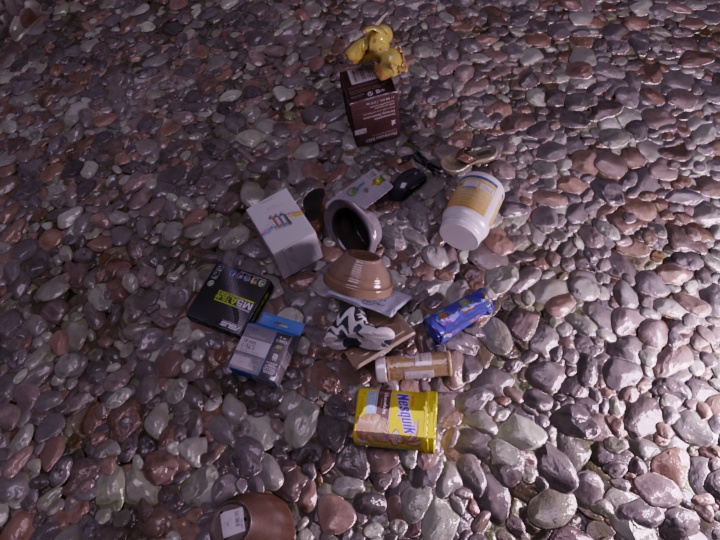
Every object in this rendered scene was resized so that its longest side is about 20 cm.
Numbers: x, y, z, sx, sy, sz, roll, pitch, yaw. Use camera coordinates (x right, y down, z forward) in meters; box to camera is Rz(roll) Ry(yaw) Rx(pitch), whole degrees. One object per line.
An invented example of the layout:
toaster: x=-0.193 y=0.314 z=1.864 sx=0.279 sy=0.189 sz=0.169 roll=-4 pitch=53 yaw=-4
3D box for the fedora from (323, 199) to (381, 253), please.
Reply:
fedora: x=-0.008 y=-0.131 z=1.658 sx=0.200 sy=0.177 sz=0.090 roll=48 pitch=46 yaw=13

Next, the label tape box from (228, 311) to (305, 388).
label tape box: x=-0.258 y=0.206 z=1.537 sx=0.143 sy=0.063 sz=0.201 roll=14 pitch=63 yaw=15

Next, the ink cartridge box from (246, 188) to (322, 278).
ink cartridge box: x=-0.227 y=-0.111 z=1.673 sx=0.144 sy=0.146 sz=0.201 roll=-29 pitch=60 yaw=-9

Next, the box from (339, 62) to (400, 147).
box: x=0.034 y=-0.562 z=1.871 sx=0.164 sy=0.201 sz=0.166 roll=-16 pitch=58 yaw=-1

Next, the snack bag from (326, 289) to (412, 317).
snack bag: x=0.031 y=0.072 z=1.528 sx=0.198 sy=0.022 sz=0.188 roll=18 pitch=19 yaw=19

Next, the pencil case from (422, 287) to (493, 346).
pencil case: x=0.268 y=0.125 z=1.497 sx=0.199 sy=0.079 sz=0.087 roll=-29 pitch=30 yaw=-9

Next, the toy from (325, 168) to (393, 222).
toy: x=0.001 y=-0.229 z=1.763 sx=0.199 sy=0.047 sz=0.115 roll=-39 pitch=55 yaw=-2

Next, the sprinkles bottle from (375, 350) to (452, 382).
sprinkles bottle: x=0.139 y=0.252 z=1.448 sx=0.198 sy=0.068 sz=0.069 roll=-6 pitch=59 yaw=5

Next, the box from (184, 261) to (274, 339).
box: x=-0.385 y=0.088 z=1.636 sx=0.198 sy=0.048 sz=0.194 roll=18 pitch=61 yaw=19

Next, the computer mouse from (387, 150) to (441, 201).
computer mouse: x=0.152 y=-0.320 z=1.799 sx=0.199 sy=0.046 sz=0.141 roll=-35 pitch=62 yaw=-12

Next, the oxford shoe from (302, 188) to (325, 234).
oxford shoe: x=-0.143 y=-0.190 z=1.759 sx=0.070 sy=0.072 sz=0.201 roll=-8 pitch=42 yaw=10

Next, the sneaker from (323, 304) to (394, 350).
sneaker: x=0.007 y=0.138 z=1.450 sx=0.198 sy=0.080 sz=0.130 roll=-13 pitch=42 yaw=34

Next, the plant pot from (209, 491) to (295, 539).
plant pot: x=-0.258 y=0.578 z=1.235 sx=0.185 sy=0.201 sz=0.189 roll=-4 pitch=58 yaw=6

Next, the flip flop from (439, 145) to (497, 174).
flip flop: x=0.351 y=-0.372 z=1.794 sx=0.198 sy=0.058 sz=0.082 roll=-15 pitch=58 yaw=-1

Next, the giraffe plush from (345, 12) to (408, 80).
giraffe plush: x=0.074 y=-0.679 z=1.743 sx=0.172 sy=0.200 sz=0.163 roll=-38 pitch=94 yaw=-28

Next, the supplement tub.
supplement tub: x=0.326 y=-0.175 z=1.629 sx=0.143 sy=0.145 sz=0.201 roll=21 pitch=64 yaw=19

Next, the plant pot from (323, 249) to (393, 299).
plant pot: x=0.000 y=0.000 z=1.540 sx=0.198 sy=0.094 sz=0.201 roll=11 pitch=17 yaw=-3

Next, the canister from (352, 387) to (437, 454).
canister: x=0.088 y=0.370 z=1.376 sx=0.198 sy=0.087 sz=0.150 roll=2 pitch=59 yaw=11

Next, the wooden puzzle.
wooden puzzle: x=0.033 y=0.175 z=1.500 sx=0.184 sy=0.047 sz=0.200 roll=-29 pitch=34 yaw=-9
